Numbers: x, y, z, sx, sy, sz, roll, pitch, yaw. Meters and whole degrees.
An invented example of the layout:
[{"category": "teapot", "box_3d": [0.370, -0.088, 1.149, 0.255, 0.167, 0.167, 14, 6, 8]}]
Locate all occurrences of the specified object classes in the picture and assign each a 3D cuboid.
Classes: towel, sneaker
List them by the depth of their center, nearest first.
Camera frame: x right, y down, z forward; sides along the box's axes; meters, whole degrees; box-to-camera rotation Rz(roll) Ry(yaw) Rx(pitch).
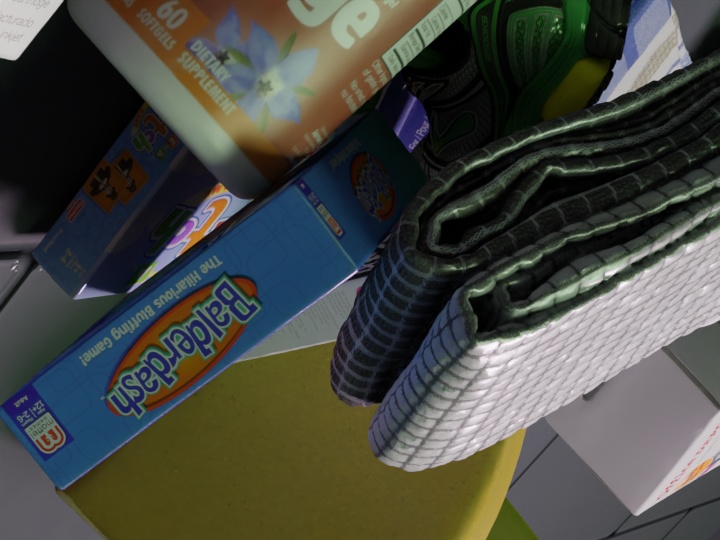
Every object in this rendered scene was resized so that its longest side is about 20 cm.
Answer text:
[{"category": "towel", "box_3d": [0.089, -0.009, 1.014, 0.200, 0.086, 0.166, -28, 164, -23]}, {"category": "sneaker", "box_3d": [0.054, -0.088, 1.069, 0.200, 0.085, 0.078, 120, -12, -60]}, {"category": "towel", "box_3d": [0.135, -0.075, 1.330, 0.147, 0.024, 0.200, -54, 158, -9]}]

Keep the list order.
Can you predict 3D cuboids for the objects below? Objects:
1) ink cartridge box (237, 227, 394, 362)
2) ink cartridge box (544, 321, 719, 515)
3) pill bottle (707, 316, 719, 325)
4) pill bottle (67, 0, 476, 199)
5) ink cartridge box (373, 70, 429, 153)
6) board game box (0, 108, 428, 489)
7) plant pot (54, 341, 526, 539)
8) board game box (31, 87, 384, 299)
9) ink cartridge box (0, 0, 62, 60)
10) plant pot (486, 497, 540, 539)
[{"category": "ink cartridge box", "box_3d": [0.000, 0.000, 1.178, 0.200, 0.037, 0.095, -11, -156, 41]}, {"category": "ink cartridge box", "box_3d": [0.254, 0.067, 1.853, 0.200, 0.145, 0.145, -24, 154, -42]}, {"category": "pill bottle", "box_3d": [0.246, -0.063, 1.607, 0.111, 0.111, 0.200, -25, 155, -42]}, {"category": "pill bottle", "box_3d": [-0.009, -0.132, 0.944, 0.200, 0.112, 0.112, -43, 161, -2]}, {"category": "ink cartridge box", "box_3d": [0.082, -0.132, 1.158, 0.200, 0.043, 0.196, -48, 171, -36]}, {"category": "board game box", "box_3d": [-0.055, 0.006, 1.001, 0.152, 0.045, 0.200, -37, -175, 15]}, {"category": "plant pot", "box_3d": [-0.012, 0.110, 1.318, 0.200, 0.196, 0.194, -49, 172, 1]}, {"category": "board game box", "box_3d": [-0.047, -0.074, 1.109, 0.200, 0.037, 0.151, -50, 162, 22]}, {"category": "ink cartridge box", "box_3d": [-0.107, -0.168, 0.711, 0.200, 0.085, 0.145, -50, 160, 17]}, {"category": "plant pot", "box_3d": [0.042, 0.298, 1.867, 0.181, 0.200, 0.199, -11, 145, -44]}]
